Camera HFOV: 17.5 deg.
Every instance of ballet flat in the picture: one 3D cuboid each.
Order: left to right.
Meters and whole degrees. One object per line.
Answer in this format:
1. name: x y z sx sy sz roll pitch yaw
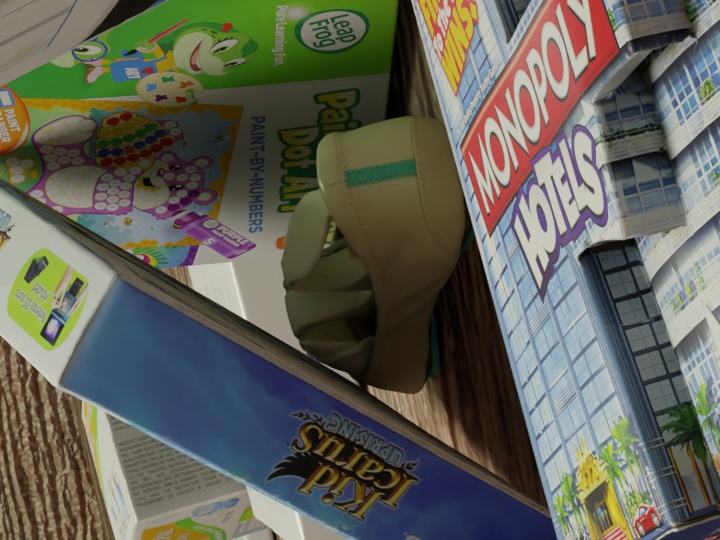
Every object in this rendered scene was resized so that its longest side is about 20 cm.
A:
1. ballet flat: 0.000 0.000 0.890 0.200 0.069 0.070 100 152 -65

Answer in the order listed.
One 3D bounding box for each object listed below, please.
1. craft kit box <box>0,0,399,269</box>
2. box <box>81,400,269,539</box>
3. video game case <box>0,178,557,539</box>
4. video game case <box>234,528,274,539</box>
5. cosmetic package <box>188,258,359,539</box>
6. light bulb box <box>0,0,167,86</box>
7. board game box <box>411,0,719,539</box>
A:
1. craft kit box: -0.088 -0.064 0.894 0.200 0.196 0.049 95 165 -61
2. box: -0.097 0.099 1.356 0.200 0.112 0.102 115 139 -74
3. video game case: -0.046 0.043 0.844 0.200 0.046 0.181 31 180 -28
4. video game case: -0.084 0.194 1.637 0.182 0.023 0.201 -126 24 -61
5. cosmetic package: -0.044 0.032 1.174 0.151 0.051 0.201 -174 69 -75
6. light bulb box: -0.121 -0.153 0.624 0.199 0.199 0.125 61 159 -1
7. board game box: 0.065 -0.042 0.544 0.200 0.061 0.201 114 138 -72
